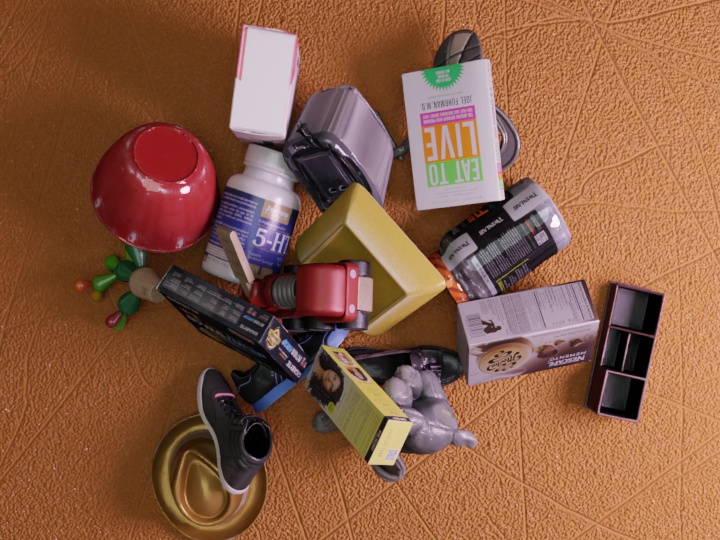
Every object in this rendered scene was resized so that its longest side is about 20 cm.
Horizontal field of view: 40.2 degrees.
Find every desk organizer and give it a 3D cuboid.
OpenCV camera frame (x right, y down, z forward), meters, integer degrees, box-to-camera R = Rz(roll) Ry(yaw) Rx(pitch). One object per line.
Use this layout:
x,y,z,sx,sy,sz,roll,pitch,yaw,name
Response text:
0.403,0.123,1.501,0.070,0.077,0.204,12,92,1,desk organizer

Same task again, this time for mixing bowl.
-0.293,-0.140,1.445,0.196,0.109,0.203,9,61,-16,mixing bowl

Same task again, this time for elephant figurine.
0.045,0.242,1.487,0.200,0.140,0.157,-47,53,38,elephant figurine

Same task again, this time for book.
0.138,-0.198,1.452,0.131,0.048,0.204,-5,95,26,book

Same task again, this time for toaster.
-0.032,-0.178,1.446,0.112,0.131,0.201,-11,134,33,toaster

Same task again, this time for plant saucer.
0.000,0.000,1.452,0.200,0.200,0.048,48,50,-2,plant saucer

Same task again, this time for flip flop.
0.159,-0.265,1.508,0.080,0.058,0.204,-3,108,20,flip flop

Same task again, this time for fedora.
-0.238,0.326,1.515,0.196,0.082,0.205,0,91,1,fedora

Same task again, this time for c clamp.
0.136,-0.200,1.492,0.197,0.027,0.173,-22,100,25,c clamp

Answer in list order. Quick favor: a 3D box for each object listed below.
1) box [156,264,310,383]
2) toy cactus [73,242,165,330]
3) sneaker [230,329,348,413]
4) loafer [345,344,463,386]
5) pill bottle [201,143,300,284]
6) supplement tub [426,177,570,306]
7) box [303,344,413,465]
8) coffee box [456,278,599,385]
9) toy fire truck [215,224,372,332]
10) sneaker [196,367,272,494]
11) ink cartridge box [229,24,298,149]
-0.183,0.079,1.436,0.198,0.159,0.046,25,73,26,box
-0.349,0.003,1.480,0.164,0.101,0.203,25,100,45,toy cactus
-0.110,0.130,1.515,0.199,0.070,0.078,-40,95,2,sneaker
0.064,0.153,1.515,0.196,0.063,0.073,2,92,1,loafer
-0.156,-0.081,1.485,0.118,0.120,0.204,18,92,1,pill bottle
0.205,-0.036,1.478,0.199,0.123,0.123,-35,91,1,supplement tub
-0.008,0.190,1.412,0.050,0.200,0.076,12,109,-39,box
0.246,0.093,1.469,0.196,0.114,0.081,-11,53,-3,coffee box
-0.101,0.013,1.363,0.174,0.198,0.131,-4,81,42,toy fire truck
-0.184,0.222,1.479,0.099,0.070,0.203,-43,56,37,sneaker
-0.137,-0.262,1.441,0.083,0.200,0.149,8,92,-4,ink cartridge box
